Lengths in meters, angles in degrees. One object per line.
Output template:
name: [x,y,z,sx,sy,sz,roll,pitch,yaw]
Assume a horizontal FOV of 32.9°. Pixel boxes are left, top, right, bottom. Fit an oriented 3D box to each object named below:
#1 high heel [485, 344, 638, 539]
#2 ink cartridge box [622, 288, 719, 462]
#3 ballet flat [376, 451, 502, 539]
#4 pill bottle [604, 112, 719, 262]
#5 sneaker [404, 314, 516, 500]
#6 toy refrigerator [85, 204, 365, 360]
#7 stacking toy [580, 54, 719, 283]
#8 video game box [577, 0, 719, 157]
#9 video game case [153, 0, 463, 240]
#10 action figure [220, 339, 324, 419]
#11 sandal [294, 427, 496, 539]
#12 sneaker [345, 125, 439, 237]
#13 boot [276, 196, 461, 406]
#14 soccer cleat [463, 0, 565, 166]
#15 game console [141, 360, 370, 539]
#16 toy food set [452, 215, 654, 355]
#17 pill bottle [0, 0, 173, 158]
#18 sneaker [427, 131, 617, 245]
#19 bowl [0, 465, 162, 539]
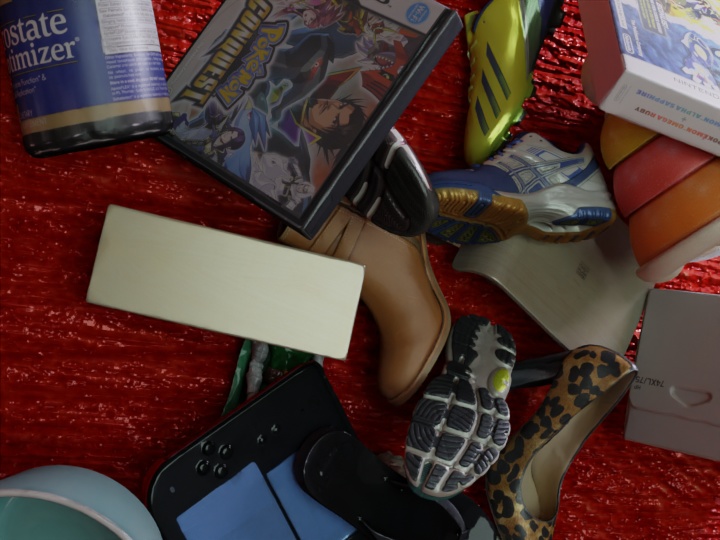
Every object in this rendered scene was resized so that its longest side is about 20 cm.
high heel: [0.180,0.167,1.046,0.071,0.142,0.202,8,74,-50]
ink cartridge box: [0.371,0.110,1.135,0.199,0.146,0.147,14,85,-38]
ballet flat: [0.078,0.232,1.060,0.200,0.072,0.072,38,75,-22]
pill bottle: [0.298,-0.117,1.134,0.110,0.111,0.201,-33,104,-22]
sneaker: [0.084,0.123,1.011,0.077,0.080,0.200,24,38,6]
toy refrigerator: [-0.103,0.011,0.939,0.198,0.070,0.077,13,85,-7]
stacking toy: [0.254,-0.105,1.040,0.145,0.146,0.201,-28,81,-23]
video game box: [0.274,-0.175,1.016,0.181,0.047,0.201,20,41,-17]
video game case: [-0.049,-0.150,0.929,0.201,0.180,0.026,-55,154,-6]
action figure: [-0.069,0.112,0.993,0.117,0.055,0.202,15,83,-29]
sandal: [0.033,0.195,0.973,0.199,0.043,0.077,31,78,-28]
sneaker: [0.017,-0.117,0.979,0.115,0.076,0.200,-22,63,-44]
boot: [0.000,0.000,1.016,0.154,0.074,0.202,20,72,-25]
soccer cleat: [0.121,-0.187,1.083,0.083,0.065,0.202,21,84,-1]
game console: [-0.062,0.197,0.956,0.176,0.031,0.201,-32,109,-19]
toy food set: [0.184,0.003,1.118,0.200,0.060,0.144,42,62,-22]
pill bottle: [-0.207,-0.190,0.886,0.111,0.112,0.202,-13,96,-25]
sneaker: [0.124,-0.073,1.030,0.199,0.075,0.089,3,67,-33]
bowl: [-0.218,0.221,0.869,0.199,0.105,0.203,1,109,4]
